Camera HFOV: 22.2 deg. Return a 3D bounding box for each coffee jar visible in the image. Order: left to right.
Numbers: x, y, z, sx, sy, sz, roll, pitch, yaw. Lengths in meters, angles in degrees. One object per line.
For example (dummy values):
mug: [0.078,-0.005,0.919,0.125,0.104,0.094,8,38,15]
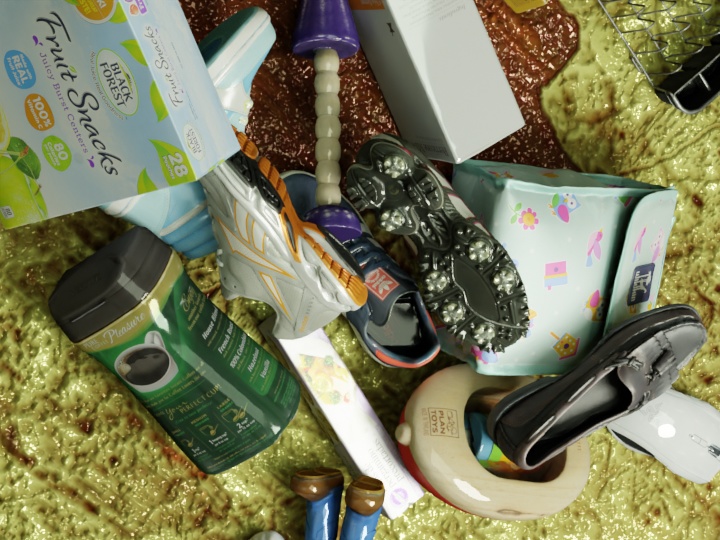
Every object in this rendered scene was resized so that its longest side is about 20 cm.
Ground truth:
coffee jar: [-0.146,0.061,1.439,0.104,0.085,0.200,-29,115,30]

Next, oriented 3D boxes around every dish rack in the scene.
dish rack: [0.275,-0.255,1.601,0.153,0.055,0.200,-41,110,-14]

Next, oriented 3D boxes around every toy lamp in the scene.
toy lamp: [-0.027,-0.127,1.467,0.058,0.058,0.201,4,75,-23]

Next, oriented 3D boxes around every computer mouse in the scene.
computer mouse: [0.307,0.159,1.674,0.199,0.044,0.110,28,87,-23]

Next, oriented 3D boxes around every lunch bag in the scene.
lunch bag: [0.173,0.000,1.554,0.199,0.122,0.171,5,101,-24]

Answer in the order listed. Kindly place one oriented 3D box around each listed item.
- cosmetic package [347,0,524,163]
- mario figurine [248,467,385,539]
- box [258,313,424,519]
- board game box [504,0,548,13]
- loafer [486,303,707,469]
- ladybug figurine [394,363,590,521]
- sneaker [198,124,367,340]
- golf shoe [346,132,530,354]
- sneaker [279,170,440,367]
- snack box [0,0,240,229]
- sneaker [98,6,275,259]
cosmetic package: [0.048,-0.193,1.488,0.071,0.101,0.201,-30,106,-16]
mario figurine: [-0.030,0.270,1.507,0.105,0.123,0.201,1,97,-27]
box: [-0.015,0.117,1.535,0.039,0.041,0.201,-36,110,-14]
board game box: [0.137,-0.336,1.510,0.153,0.040,0.200,44,63,-21]
loafer: [0.200,0.101,1.492,0.199,0.063,0.072,-30,122,-1]
ladybug figurine: [0.106,0.149,1.558,0.199,0.072,0.136,14,60,-33]
sneaker: [-0.089,-0.027,1.395,0.092,0.076,0.200,-37,100,18]
golf shoe: [0.071,-0.028,1.452,0.077,0.088,0.200,-32,104,19]
sneaker: [0.000,0.000,1.502,0.075,0.084,0.200,-45,111,-11]
snack box: [-0.208,-0.133,1.337,0.068,0.199,0.169,-43,114,-52]
sneaker: [-0.105,-0.099,1.451,0.130,0.080,0.200,38,92,-20]
